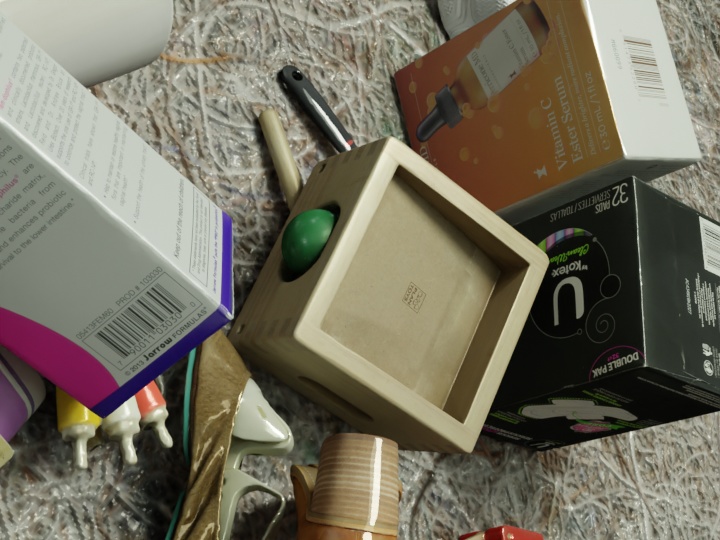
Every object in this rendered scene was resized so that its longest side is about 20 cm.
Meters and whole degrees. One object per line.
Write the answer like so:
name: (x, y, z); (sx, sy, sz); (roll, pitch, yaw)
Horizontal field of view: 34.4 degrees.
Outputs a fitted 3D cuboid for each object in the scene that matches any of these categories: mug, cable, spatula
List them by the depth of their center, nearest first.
mug: (-0.226, -0.171, 0.675); (0.153, 0.149, 0.187); (-39, 95, -35)
cable: (-0.164, 0.022, 0.705); (0.097, 0.050, 0.200); (-4, 74, -55)
spatula: (-0.002, -0.076, 0.911); (0.057, 0.021, 0.200); (-39, 100, -42)

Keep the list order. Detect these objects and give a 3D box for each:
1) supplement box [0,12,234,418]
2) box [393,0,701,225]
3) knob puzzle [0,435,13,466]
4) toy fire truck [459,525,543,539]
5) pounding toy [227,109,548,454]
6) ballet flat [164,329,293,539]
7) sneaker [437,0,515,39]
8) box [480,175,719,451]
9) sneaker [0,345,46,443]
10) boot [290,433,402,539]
supplement box: (-0.170, -0.034, 0.601); (0.200, 0.101, 0.103); (43, 20, -29)
box: (0.144, -0.125, 0.935); (0.106, 0.200, 0.153); (-4, 76, -44)
knob puzzle: (-0.242, 0.132, 0.506); (0.030, 0.220, 0.220); (41, 45, 12)
toy fire truck: (0.054, 0.254, 0.809); (0.200, 0.049, 0.141); (7, 68, -39)
pounding toy: (0.000, 0.000, 0.823); (0.200, 0.142, 0.184); (35, 67, -24)
ballet flat: (-0.080, 0.128, 0.717); (0.072, 0.068, 0.200); (3, 64, 6)
sneaker: (0.148, -0.219, 1.068); (0.114, 0.075, 0.200); (-44, 110, -43)
box: (0.169, 0.042, 0.891); (0.124, 0.200, 0.149); (21, 60, -36)
sneaker: (-0.264, 0.033, 0.600); (0.201, 0.073, 0.114); (51, 51, -14)
boot: (-0.012, 0.193, 0.696); (0.076, 0.200, 0.156); (10, 70, -7)
